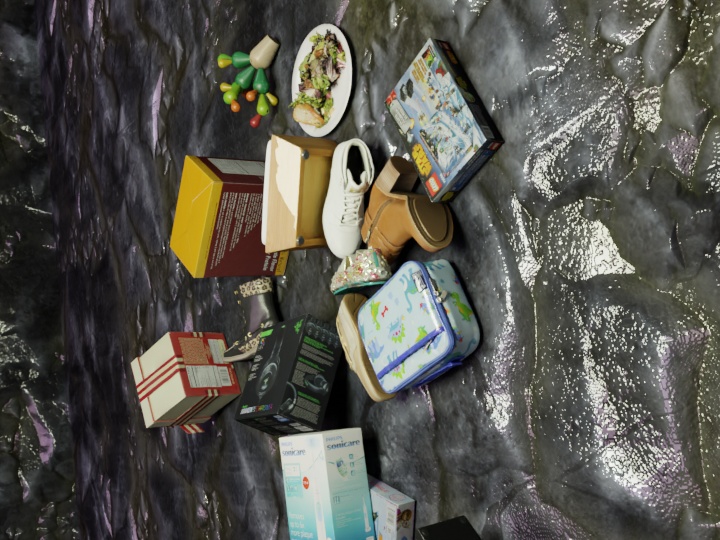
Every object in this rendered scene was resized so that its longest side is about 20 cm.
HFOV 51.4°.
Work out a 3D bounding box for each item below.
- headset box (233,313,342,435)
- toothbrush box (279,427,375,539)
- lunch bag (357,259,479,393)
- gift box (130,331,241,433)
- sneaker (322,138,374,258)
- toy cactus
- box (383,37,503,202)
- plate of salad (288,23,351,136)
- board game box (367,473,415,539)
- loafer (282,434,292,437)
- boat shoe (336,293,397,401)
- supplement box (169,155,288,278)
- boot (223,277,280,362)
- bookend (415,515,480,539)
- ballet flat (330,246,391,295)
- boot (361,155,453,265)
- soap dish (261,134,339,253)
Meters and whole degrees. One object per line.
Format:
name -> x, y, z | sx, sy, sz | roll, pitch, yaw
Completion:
headset box -> -0.126, 0.186, 1.362 | 0.174, 0.092, 0.201 | -20, 47, 53
toothbrush box -> -0.058, 0.375, 1.269 | 0.146, 0.085, 0.202 | -19, 74, 52
lunch bag -> 0.084, 0.088, 1.136 | 0.200, 0.082, 0.162 | -43, 61, 47
gift box -> -0.394, 0.261, 1.720 | 0.186, 0.199, 0.186 | -36, 58, 31
sneaker -> -0.021, -0.118, 1.244 | 0.116, 0.073, 0.202 | -161, 72, -81
toy cactus -> -0.218, -0.401, 1.537 | 0.165, 0.102, 0.201 | -48, 49, 20
box -> 0.117, -0.221, 1.108 | 0.137, 0.040, 0.201 | -48, 55, 42
plate of salad -> -0.081, -0.347, 1.368 | 0.199, 0.048, 0.202 | 3, 94, 54
board game box -> 0.012, 0.457, 1.282 | 0.199, 0.041, 0.202 | 12, 101, 53
loafer -> -0.149, 0.278, 1.474 | 0.063, 0.071, 0.201 | -52, 54, 46
boat shoe -> 0.009, 0.136, 1.252 | 0.069, 0.073, 0.201 | -57, 41, 44
supplement box -> -0.244, -0.104, 1.472 | 0.133, 0.199, 0.199 | 41, 123, 44
boot -> -0.231, 0.110, 1.572 | 0.199, 0.073, 0.152 | -25, 73, 48
bookend -> 0.134, 0.505, 1.074 | 0.199, 0.091, 0.201 | 50, 131, 42
ballet flat -> 0.000, 0.000, 1.235 | 0.200, 0.075, 0.065 | 160, 102, -66
boot -> 0.066, -0.060, 1.162 | 0.155, 0.073, 0.201 | -65, 34, 38
soap dish -> -0.094, -0.132, 1.315 | 0.081, 0.157, 0.202 | 11, 101, 36
